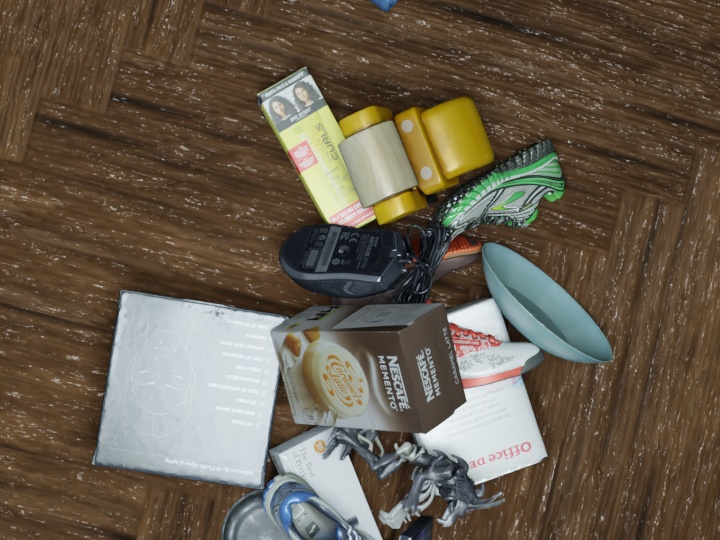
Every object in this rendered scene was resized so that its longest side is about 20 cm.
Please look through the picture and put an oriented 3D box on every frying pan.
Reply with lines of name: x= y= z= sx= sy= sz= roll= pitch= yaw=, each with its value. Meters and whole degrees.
frying pan: x=-0.081 y=0.310 z=1.306 sx=0.188 sy=0.031 sz=0.116 roll=-27 pitch=92 yaw=-2

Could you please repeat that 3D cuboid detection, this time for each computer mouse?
computer mouse: x=0.000 y=0.000 z=1.236 sx=0.197 sy=0.053 sz=0.140 roll=9 pitch=53 yaw=21

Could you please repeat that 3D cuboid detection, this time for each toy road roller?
toy road roller: x=0.070 y=-0.140 z=1.244 sx=0.144 sy=0.200 sz=0.125 roll=-23 pitch=90 yaw=18

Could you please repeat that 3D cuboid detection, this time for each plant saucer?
plant saucer: x=0.210 y=0.048 z=1.260 sx=0.200 sy=0.201 sz=0.039 roll=38 pitch=109 yaw=-3

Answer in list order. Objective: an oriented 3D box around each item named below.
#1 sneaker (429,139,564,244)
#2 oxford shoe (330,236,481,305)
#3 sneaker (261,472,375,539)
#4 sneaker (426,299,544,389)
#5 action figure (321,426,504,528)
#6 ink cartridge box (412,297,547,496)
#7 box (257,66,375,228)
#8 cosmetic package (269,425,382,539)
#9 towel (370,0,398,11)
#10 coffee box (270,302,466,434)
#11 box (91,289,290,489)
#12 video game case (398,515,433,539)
sneaker: x=0.171 y=-0.081 z=1.298 sx=0.198 sy=0.078 sz=0.086 roll=-30 pitch=95 yaw=-16
oxford shoe: x=0.057 y=0.010 z=1.311 sx=0.197 sy=0.071 sz=0.074 roll=-16 pitch=109 yaw=0
sneaker: x=-0.030 y=0.316 z=1.211 sx=0.200 sy=0.085 sz=0.077 roll=42 pitch=79 yaw=-12
sneaker: x=0.105 y=0.079 z=1.220 sx=0.198 sy=0.067 sz=0.110 roll=-13 pitch=91 yaw=2
action figure: x=0.058 y=0.240 z=1.203 sx=0.198 sy=0.119 sz=0.103 roll=25 pitch=82 yaw=23
ink cartridge box: x=0.122 y=0.149 z=1.294 sx=0.145 sy=0.086 sz=0.203 roll=-17 pitch=91 yaw=-3
box: x=-0.048 y=-0.140 z=1.306 sx=0.075 sy=0.050 sz=0.202 roll=-28 pitch=91 yaw=-4
cosmetic package: x=-0.032 y=0.292 z=1.282 sx=0.082 sy=0.051 sz=0.203 roll=-24 pitch=95 yaw=-20
towel: x=-0.009 y=-0.422 z=1.318 sx=0.199 sy=0.049 sz=0.112 roll=39 pitch=87 yaw=-3
coffee box: x=0.006 y=0.102 z=1.152 sx=0.079 sy=0.198 sz=0.116 roll=-27 pitch=106 yaw=-43
box: x=-0.194 y=0.136 z=1.252 sx=0.196 sy=0.124 sz=0.200 roll=9 pitch=86 yaw=-5
video game case: x=0.056 y=0.402 z=1.256 sx=0.019 sy=0.143 sz=0.204 roll=5 pitch=88 yaw=14
